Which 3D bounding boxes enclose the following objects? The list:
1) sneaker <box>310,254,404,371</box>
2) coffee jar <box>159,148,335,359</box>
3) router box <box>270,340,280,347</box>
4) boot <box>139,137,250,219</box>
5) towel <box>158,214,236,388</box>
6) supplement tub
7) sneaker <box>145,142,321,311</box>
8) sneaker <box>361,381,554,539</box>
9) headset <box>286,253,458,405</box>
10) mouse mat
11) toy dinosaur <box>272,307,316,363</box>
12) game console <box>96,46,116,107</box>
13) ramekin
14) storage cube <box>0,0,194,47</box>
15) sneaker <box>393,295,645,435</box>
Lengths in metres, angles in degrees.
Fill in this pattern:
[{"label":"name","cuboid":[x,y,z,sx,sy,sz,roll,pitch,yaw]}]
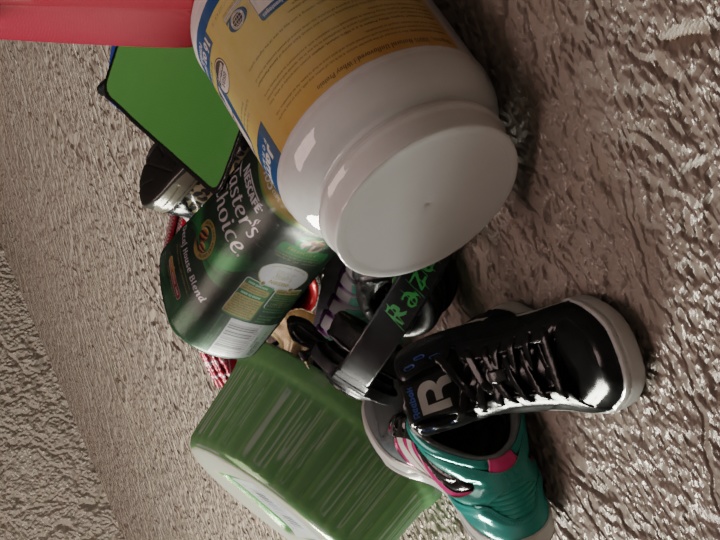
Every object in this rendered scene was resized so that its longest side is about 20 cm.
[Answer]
[{"label":"sneaker","cuboid":[0.000,0.000,1.362,0.200,0.074,0.088,113,145,-50]},{"label":"coffee jar","cuboid":[-0.062,-0.033,1.286,0.200,0.085,0.105,-47,41,35]},{"label":"router box","cuboid":[-0.062,0.147,1.719,0.150,0.051,0.200,66,163,5]},{"label":"boot","cuboid":[-0.051,-0.086,1.361,0.203,0.153,0.074,-38,40,30]},{"label":"towel","cuboid":[-0.135,-0.001,1.652,0.200,0.022,0.145,70,-157,-52]},{"label":"supplement tub","cuboid":[-0.005,-0.110,1.102,0.200,0.144,0.145,58,159,33]},{"label":"sneaker","cuboid":[-0.100,-0.034,1.537,0.108,0.067,0.202,50,178,42]},{"label":"sneaker","cuboid":[0.056,0.103,1.255,0.200,0.083,0.121,38,150,46]},{"label":"headset","cuboid":[0.004,0.030,1.236,0.094,0.124,0.200,32,157,1]},{"label":"mouse mat","cuboid":[-0.123,-0.165,1.320,0.200,0.007,0.162,41,115,47]},{"label":"toy dinosaur","cuboid":[-0.048,0.063,1.527,0.199,0.058,0.101,24,145,21]},{"label":"game console","cuboid":[-0.181,-0.210,1.735,0.171,0.119,0.200,40,167,-11]},{"label":"ramekin","cuboid":[-0.041,0.155,1.441,0.200,0.098,0.200,35,165,11]},{"label":"storage cube","cuboid":[-0.190,-0.250,1.167,0.171,0.179,0.201,118,153,-80]},{"label":"sneaker","cuboid":[0.084,0.067,1.087,0.073,0.111,0.200,70,163,-5]}]
